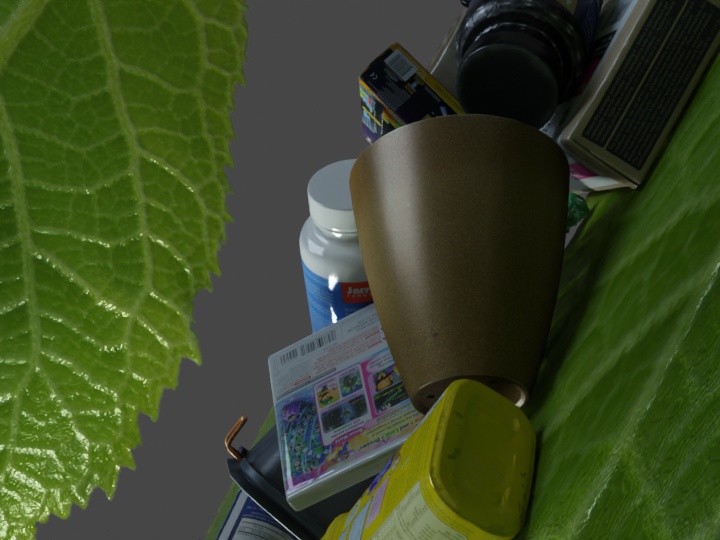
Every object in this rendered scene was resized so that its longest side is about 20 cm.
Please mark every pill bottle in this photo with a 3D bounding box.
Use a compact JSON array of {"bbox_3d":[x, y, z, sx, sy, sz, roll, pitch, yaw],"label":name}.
[{"bbox_3d":[-0.116,0.330,1.551,0.111,0.110,0.201,-54,8,49],"label":"pill bottle"},{"bbox_3d":[0.142,-0.203,1.125,0.112,0.111,0.201,-55,8,41],"label":"pill bottle"},{"bbox_3d":[0.000,0.000,1.269,0.113,0.111,0.202,-65,-25,-47],"label":"pill bottle"}]

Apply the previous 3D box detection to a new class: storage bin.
[{"bbox_3d":[-0.046,0.172,1.274,0.135,0.145,0.200,-50,4,-7],"label":"storage bin"}]

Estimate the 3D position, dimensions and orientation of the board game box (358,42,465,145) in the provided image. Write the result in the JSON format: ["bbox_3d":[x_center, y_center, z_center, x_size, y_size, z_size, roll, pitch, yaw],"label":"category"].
[{"bbox_3d":[0.085,-0.110,1.303,0.057,0.200,0.165,-42,-12,-10],"label":"board game box"}]

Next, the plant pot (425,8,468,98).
[{"bbox_3d":[0.153,-0.180,1.385,0.201,0.172,0.200,-58,5,8],"label":"plant pot"}]

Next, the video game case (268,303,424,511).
[{"bbox_3d":[0.015,0.098,1.160,0.198,0.024,0.183,-27,38,10],"label":"video game case"}]

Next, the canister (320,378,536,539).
[{"bbox_3d":[0.039,0.191,0.954,0.201,0.086,0.149,-55,7,34],"label":"canister"}]

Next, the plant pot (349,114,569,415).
[{"bbox_3d":[0.083,0.012,1.062,0.187,0.184,0.202,128,147,-55],"label":"plant pot"}]

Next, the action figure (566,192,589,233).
[{"bbox_3d":[0.137,0.000,1.211,0.200,0.054,0.118,-49,10,34],"label":"action figure"}]

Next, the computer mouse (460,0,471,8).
[{"bbox_3d":[0.193,-0.248,1.333,0.059,0.198,0.034,-54,-26,-39],"label":"computer mouse"}]

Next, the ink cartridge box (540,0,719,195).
[{"bbox_3d":[0.220,-0.155,1.136,0.166,0.075,0.200,-60,6,-2],"label":"ink cartridge box"}]
